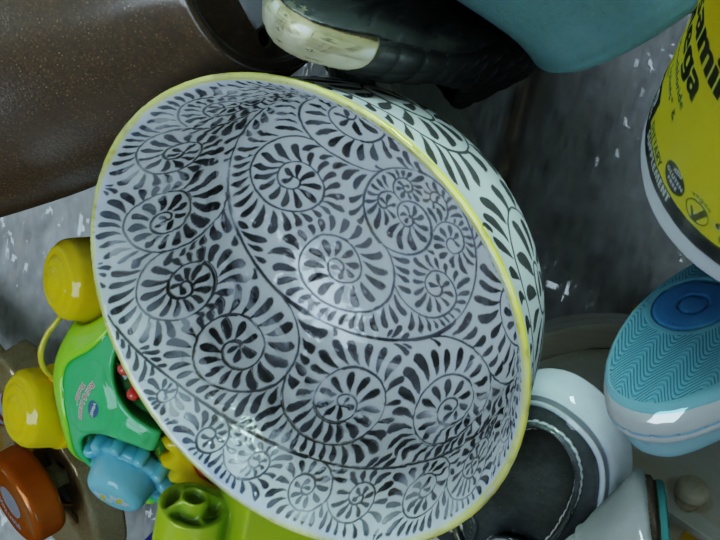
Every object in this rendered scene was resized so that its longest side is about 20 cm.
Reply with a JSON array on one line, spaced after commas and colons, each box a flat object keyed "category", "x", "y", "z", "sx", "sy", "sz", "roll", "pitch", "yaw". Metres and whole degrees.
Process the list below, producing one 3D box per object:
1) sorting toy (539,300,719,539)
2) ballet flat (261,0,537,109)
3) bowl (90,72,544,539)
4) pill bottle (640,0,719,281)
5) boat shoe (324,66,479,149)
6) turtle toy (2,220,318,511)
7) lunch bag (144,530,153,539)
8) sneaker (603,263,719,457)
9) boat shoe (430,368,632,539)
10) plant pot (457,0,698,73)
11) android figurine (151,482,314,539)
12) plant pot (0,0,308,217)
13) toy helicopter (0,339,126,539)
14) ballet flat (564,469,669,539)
[{"category": "sorting toy", "x": 0.131, "y": 0.126, "z": 1.142, "sx": 0.200, "sy": 0.107, "sz": 0.180, "roll": 34, "pitch": 133, "yaw": 13}, {"category": "ballet flat", "x": 0.019, "y": -0.086, "z": 1.028, "sx": 0.066, "sy": 0.200, "sz": 0.057, "roll": 45, "pitch": 110, "yaw": 20}, {"category": "bowl", "x": 0.000, "y": 0.000, "z": 1.032, "sx": 0.201, "sy": 0.094, "sz": 0.201, "roll": 16, "pitch": 122, "yaw": 28}, {"category": "pill bottle", "x": 0.170, "y": -0.080, "z": 0.890, "sx": 0.112, "sy": 0.112, "sz": 0.200, "roll": 36, "pitch": 151, "yaw": 11}, {"category": "boat shoe", "x": -0.005, "y": -0.100, "z": 1.125, "sx": 0.062, "sy": 0.073, "sz": 0.200, "roll": -8, "pitch": 113, "yaw": 29}, {"category": "turtle toy", "x": -0.066, "y": 0.034, "z": 1.166, "sx": 0.101, "sy": 0.146, "sz": 0.200, "roll": 56, "pitch": 137, "yaw": 40}, {"category": "lunch bag", "x": -0.092, "y": 0.230, "z": 1.254, "sx": 0.150, "sy": 0.200, "sz": 0.094, "roll": 28, "pitch": 123, "yaw": 17}, {"category": "sneaker", "x": 0.173, "y": 0.049, "z": 1.018, "sx": 0.079, "sy": 0.200, "sz": 0.131, "roll": 21, "pitch": 132, "yaw": 41}, {"category": "boat shoe", "x": 0.050, "y": 0.113, "z": 1.083, "sx": 0.069, "sy": 0.057, "sz": 0.200, "roll": 40, "pitch": 141, "yaw": 6}, {"category": "plant pot", "x": 0.065, "y": -0.184, "z": 0.977, "sx": 0.200, "sy": 0.200, "sz": 0.188, "roll": -28, "pitch": 110, "yaw": 37}, {"category": "android figurine", "x": -0.009, "y": 0.124, "z": 1.178, "sx": 0.041, "sy": 0.182, "sz": 0.200, "roll": -121, "pitch": 32, "yaw": -42}, {"category": "plant pot", "x": -0.108, "y": -0.119, "z": 1.082, "sx": 0.200, "sy": 0.187, "sz": 0.187, "roll": -4, "pitch": 111, "yaw": 44}, {"category": "toy helicopter", "x": -0.178, "y": 0.064, "z": 1.309, "sx": 0.200, "sy": 0.079, "sz": 0.132, "roll": 52, "pitch": 156, "yaw": 20}, {"category": "ballet flat", "x": 0.096, "y": 0.150, "z": 1.063, "sx": 0.069, "sy": 0.069, "sz": 0.200, "roll": 20, "pitch": 149, "yaw": 22}]
